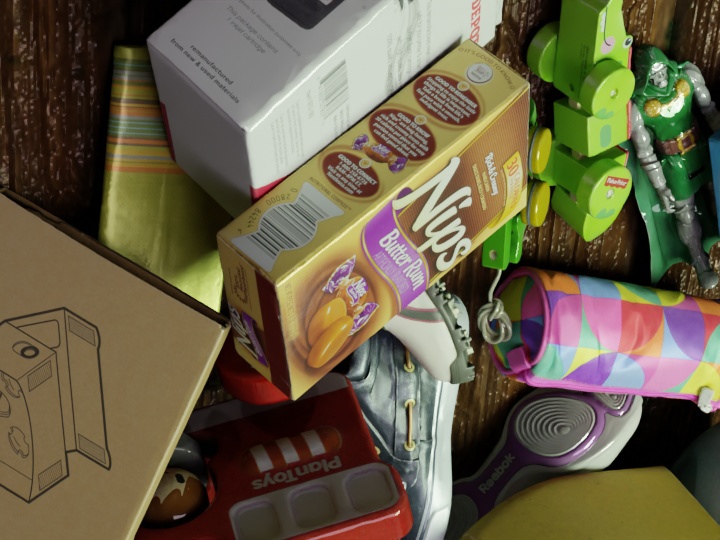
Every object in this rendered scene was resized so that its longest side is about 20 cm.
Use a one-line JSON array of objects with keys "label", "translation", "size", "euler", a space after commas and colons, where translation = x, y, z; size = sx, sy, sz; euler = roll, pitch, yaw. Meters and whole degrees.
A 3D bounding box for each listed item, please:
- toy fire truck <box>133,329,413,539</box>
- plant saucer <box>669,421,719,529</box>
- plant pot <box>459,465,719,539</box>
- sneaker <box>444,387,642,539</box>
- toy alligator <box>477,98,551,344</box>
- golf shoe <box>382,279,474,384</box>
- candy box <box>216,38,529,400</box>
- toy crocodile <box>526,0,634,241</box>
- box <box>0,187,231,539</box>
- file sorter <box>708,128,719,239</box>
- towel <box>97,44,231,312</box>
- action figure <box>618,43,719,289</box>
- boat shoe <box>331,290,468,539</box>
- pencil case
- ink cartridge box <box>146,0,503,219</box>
[{"label": "toy fire truck", "translation": [-0.081, 0.128, 1.274], "size": [0.198, 0.168, 0.113], "euler": [-15, 127, -7]}, {"label": "plant saucer", "translation": [0.246, 0.192, 1.542], "size": [0.038, 0.201, 0.203], "euler": [20, 110, -4]}, {"label": "plant pot", "translation": [0.148, 0.260, 1.412], "size": [0.199, 0.194, 0.197], "euler": [9, 117, -37]}, {"label": "sneaker", "translation": [0.128, 0.154, 1.509], "size": [0.200, 0.075, 0.100], "euler": [-41, 144, 4]}, {"label": "toy alligator", "translation": [0.097, -0.048, 1.364], "size": [0.054, 0.059, 0.202], "euler": [-54, 149, -51]}, {"label": "golf shoe", "translation": [0.000, 0.000, 1.306], "size": [0.088, 0.077, 0.201], "euler": [-34, 110, 1]}, {"label": "candy box", "translation": [0.012, -0.030, 1.189], "size": [0.200, 0.056, 0.117], "euler": [-41, 151, -22]}, {"label": "toy crocodile", "translation": [0.152, -0.103, 1.352], "size": [0.061, 0.067, 0.202], "euler": [-26, 132, -29]}, {"label": "box", "translation": [-0.184, 0.077, 1.211], "size": [0.201, 0.163, 0.021], "euler": [-64, 169, 18]}, {"label": "file sorter", "translation": [0.353, -0.070, 1.424], "size": [0.200, 0.122, 0.140], "euler": [-39, 134, -30]}, {"label": "towel", "translation": [-0.118, -0.034, 1.227], "size": [0.085, 0.018, 0.202], "euler": [2, 102, -29]}, {"label": "action figure", "translation": [0.224, -0.077, 1.424], "size": [0.118, 0.055, 0.201], "euler": [-36, 129, -8]}, {"label": "boat shoe", "translation": [0.011, 0.110, 1.386], "size": [0.090, 0.071, 0.203], "euler": [2, 98, -27]}, {"label": "pencil case", "translation": [0.187, 0.050, 1.444], "size": [0.198, 0.089, 0.089], "euler": [10, 114, -26]}, {"label": "ink cartridge box", "translation": [-0.015, -0.133, 1.162], "size": [0.200, 0.083, 0.146], "euler": [-43, 162, -16]}]
